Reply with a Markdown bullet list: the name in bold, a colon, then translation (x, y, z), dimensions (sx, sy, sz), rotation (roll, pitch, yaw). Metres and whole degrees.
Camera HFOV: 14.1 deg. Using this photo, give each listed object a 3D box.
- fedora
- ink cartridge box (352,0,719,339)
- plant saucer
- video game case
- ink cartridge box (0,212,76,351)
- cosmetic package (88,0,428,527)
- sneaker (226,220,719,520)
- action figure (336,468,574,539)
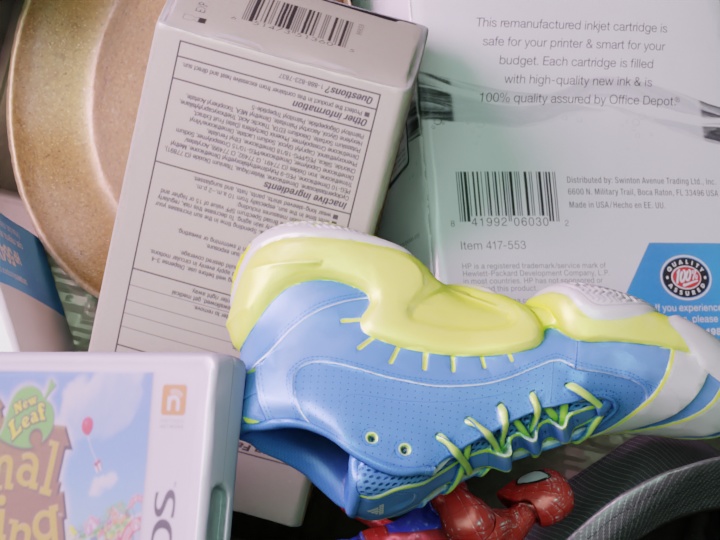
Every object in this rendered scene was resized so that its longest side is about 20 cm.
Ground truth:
- **fedora**: translation (0.118, 0.137, 1.175), dimensions (0.176, 0.090, 0.201), rotation (8, 115, -28)
- **ink cartridge box**: translation (0.078, -0.055, 1.209), dimensions (0.146, 0.086, 0.201), rotation (0, 75, -20)
- **plant saucer**: translation (-0.070, -0.079, 1.251), dimensions (0.199, 0.035, 0.201), rotation (-4, 84, 38)
- **video game case**: translation (-0.132, 0.122, 1.091), dimensions (0.199, 0.022, 0.183), rotation (-1, 80, 38)
- **ink cartridge box**: translation (-0.177, 0.090, 1.224), dimensions (0.128, 0.125, 0.201), rotation (-20, 79, 3)
- **cosmetic package**: translation (-0.046, -0.009, 1.153), dimensions (0.105, 0.071, 0.201), rotation (16, 117, 1)
- **sneaker**: translation (0.042, 0.055, 1.075), dimensions (0.199, 0.076, 0.105), rotation (14, 65, 3)
- **action figure**: translation (-0.019, 0.099, 1.126), dimensions (0.199, 0.065, 0.099), rotation (-17, 54, -1)
